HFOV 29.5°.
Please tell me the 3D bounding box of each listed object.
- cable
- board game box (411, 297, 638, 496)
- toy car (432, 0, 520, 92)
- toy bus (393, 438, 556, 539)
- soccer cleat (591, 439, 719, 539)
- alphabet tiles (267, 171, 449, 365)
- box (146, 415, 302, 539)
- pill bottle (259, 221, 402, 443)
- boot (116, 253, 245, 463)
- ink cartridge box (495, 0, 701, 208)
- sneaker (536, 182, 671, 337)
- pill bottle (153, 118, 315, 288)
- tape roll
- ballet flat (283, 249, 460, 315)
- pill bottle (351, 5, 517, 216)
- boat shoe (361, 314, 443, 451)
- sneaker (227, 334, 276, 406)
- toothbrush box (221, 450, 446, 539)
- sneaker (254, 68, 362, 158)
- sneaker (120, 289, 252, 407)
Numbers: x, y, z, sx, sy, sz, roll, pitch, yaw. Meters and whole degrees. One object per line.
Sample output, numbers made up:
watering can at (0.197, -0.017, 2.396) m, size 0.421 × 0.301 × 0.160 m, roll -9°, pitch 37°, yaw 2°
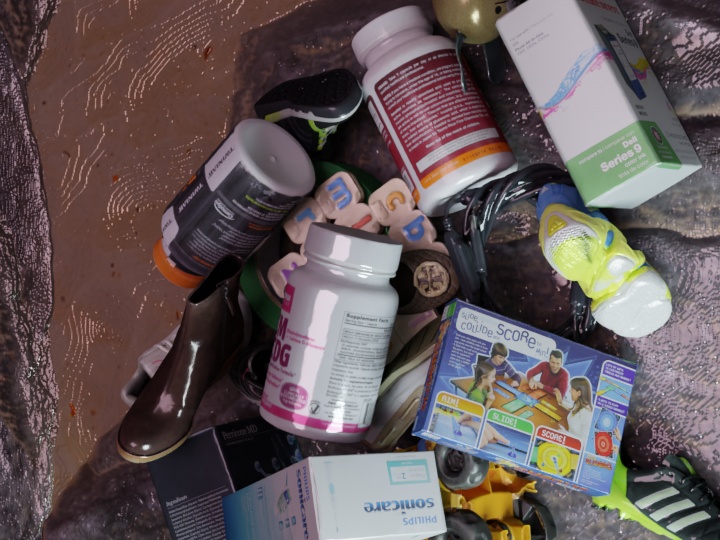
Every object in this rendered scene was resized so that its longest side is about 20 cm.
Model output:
cable at (0.178, -0.005, 1.366) m, size 0.163 × 0.051 × 0.201 m, roll -22°, pitch 101°, yaw -1°
board game box at (0.161, 0.123, 1.317) m, size 0.199 × 0.034 × 0.136 m, roll 21°, pitch 72°, yaw -12°
toy car at (0.133, -0.278, 1.350) m, size 0.157 × 0.164 × 0.201 m, roll 13°, pitch 108°, yaw 29°
toy bus at (0.091, 0.231, 1.416) m, size 0.192 × 0.135 × 0.201 m, roll -3°, pitch 88°, yaw 45°
soccer cleat at (0.315, 0.226, 1.315) m, size 0.200 × 0.067 × 0.081 m, roll 23°, pitch 90°, yaw 27°
alphabet tiles at (0.000, 0.000, 1.454) m, size 0.195 × 0.015 × 0.200 m, roll -36°, pitch 79°, yaw 23°
box at (-0.128, 0.272, 1.517) m, size 0.107 × 0.148 × 0.201 m, roll -26°, pitch 80°, yaw 27°
pill bottle at (-0.026, 0.059, 1.353) m, size 0.113 × 0.113 × 0.201 m, roll 16°, pitch 97°, yaw 28°
boot at (-0.189, 0.090, 1.434) m, size 0.072 × 0.200 × 0.167 m, roll 26°, pitch 136°, yaw 16°
ink cartridge box at (0.227, -0.166, 1.300) m, size 0.087 × 0.145 × 0.200 m, roll -32°, pitch 76°, yaw 26°
sneaker at (0.231, -0.019, 1.308) m, size 0.076 × 0.200 × 0.105 m, roll -30°, pitch 45°, yaw 18°
pill bottle at (-0.145, -0.063, 1.474) m, size 0.200 × 0.106 × 0.106 m, roll -44°, pitch 71°, yaw 34°
tape roll at (-0.044, -0.021, 1.516) m, size 0.200 × 0.048 × 0.201 m, roll 1°, pitch 92°, yaw 30°
ballet flat at (0.008, 0.016, 1.418) m, size 0.199 × 0.046 × 0.068 m, roll -4°, pitch 94°, yaw 25°
pill bottle at (0.071, -0.166, 1.407) m, size 0.113 × 0.113 × 0.200 m, roll -32°, pitch 77°, yaw 27°
boat shoe at (0.061, 0.114, 1.405) m, size 0.068 × 0.075 × 0.200 m, roll 43°, pitch 125°, yaw -7°
sneaker at (-0.096, 0.107, 1.495) m, size 0.074 × 0.087 × 0.200 m, roll -55°, pitch 32°, yaw -13°
toothbrush box at (-0.031, 0.244, 1.367) m, size 0.200 × 0.146 × 0.086 m, roll -33°, pitch 61°, yaw 55°
sneaker at (-0.042, -0.163, 1.467) m, size 0.083 × 0.072 × 0.200 m, roll 57°, pitch 162°, yaw -20°
sneaker at (-0.203, 0.099, 1.580) m, size 0.078 × 0.099 × 0.200 m, roll 47°, pitch 112°, yaw 20°
